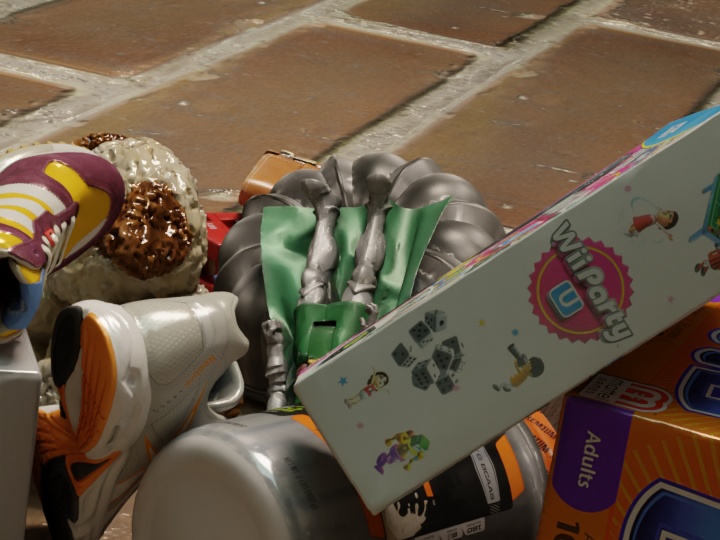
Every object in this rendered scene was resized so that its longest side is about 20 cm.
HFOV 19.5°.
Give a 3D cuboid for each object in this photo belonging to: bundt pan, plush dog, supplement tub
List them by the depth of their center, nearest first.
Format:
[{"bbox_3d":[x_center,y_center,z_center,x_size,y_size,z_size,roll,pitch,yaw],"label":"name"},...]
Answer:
[{"bbox_3d":[0.002,0.118,0.997,0.200,0.123,0.123,-10,26,-44],"label":"supplement tub"},{"bbox_3d":[-0.131,0.010,1.184,0.160,0.172,0.200,0,19,-25],"label":"plush dog"},{"bbox_3d":[0.000,0.000,1.288,0.202,0.076,0.202,-6,43,6],"label":"bundt pan"}]

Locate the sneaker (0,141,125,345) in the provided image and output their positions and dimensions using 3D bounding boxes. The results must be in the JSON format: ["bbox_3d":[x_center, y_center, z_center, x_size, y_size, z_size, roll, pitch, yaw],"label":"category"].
[{"bbox_3d":[-0.171,-0.004,1.002,0.090,0.075,0.200,30,33,29],"label":"sneaker"}]

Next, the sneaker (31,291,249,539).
[{"bbox_3d":[-0.104,0.076,1.004,0.092,0.200,0.076,-12,66,-25],"label":"sneaker"}]

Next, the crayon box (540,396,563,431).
[{"bbox_3d":[0.128,0.077,1.165,0.200,0.126,0.052,-1,53,-28],"label":"crayon box"}]

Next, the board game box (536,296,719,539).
[{"bbox_3d":[0.191,0.139,0.889,0.200,0.200,0.200,15,20,19],"label":"board game box"}]

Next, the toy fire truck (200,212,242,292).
[{"bbox_3d":[-0.127,-0.005,1.429,0.141,0.049,0.200,-1,21,-25],"label":"toy fire truck"}]

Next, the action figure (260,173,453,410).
[{"bbox_3d":[-0.016,0.042,1.175,0.118,0.200,0.055,-6,-30,23],"label":"action figure"}]

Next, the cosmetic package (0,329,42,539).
[{"bbox_3d":[-0.273,0.065,1.037,0.200,0.123,0.199,1,20,-17],"label":"cosmetic package"}]

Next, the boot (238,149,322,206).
[{"bbox_3d":[-0.011,-0.028,1.457,0.155,0.074,0.200,27,2,-5],"label":"boot"}]

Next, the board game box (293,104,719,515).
[{"bbox_3d":[0.072,0.015,0.855,0.200,0.064,0.148,-32,1,-1],"label":"board game box"}]
